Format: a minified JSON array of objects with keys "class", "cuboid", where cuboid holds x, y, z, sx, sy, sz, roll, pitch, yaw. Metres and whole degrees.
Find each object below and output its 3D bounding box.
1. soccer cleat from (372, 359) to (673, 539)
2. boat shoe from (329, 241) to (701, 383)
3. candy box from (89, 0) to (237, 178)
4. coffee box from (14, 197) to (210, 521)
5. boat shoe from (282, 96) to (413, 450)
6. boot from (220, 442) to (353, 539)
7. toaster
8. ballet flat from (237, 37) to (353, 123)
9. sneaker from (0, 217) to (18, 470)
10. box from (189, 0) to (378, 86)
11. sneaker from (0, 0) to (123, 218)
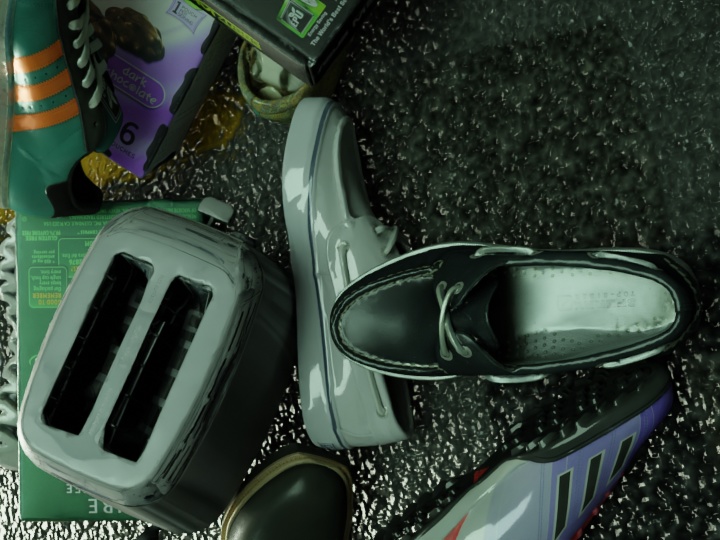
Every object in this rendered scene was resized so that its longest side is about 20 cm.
[{"class":"soccer cleat","cuboid":[0.093,0.124,0.750,0.200,0.068,0.073,-40,96,15]},{"class":"boat shoe","cuboid":[0.072,0.019,0.727,0.198,0.060,0.076,-10,91,17]},{"class":"candy box","cuboid":[-0.149,-0.188,0.860,0.167,0.072,0.201,32,113,2]},{"class":"coffee box","cuboid":[-0.154,0.056,0.896,0.122,0.044,0.202,-2,92,1]},{"class":"boat shoe","cuboid":[0.000,0.000,0.813,0.065,0.073,0.202,-4,94,20]},{"class":"boot","cuboid":[-0.055,0.212,0.806,0.077,0.139,0.201,17,119,-12]},{"class":"toaster","cuboid":[-0.112,0.060,0.787,0.113,0.129,0.201,22,79,14]},{"class":"ballet flat","cuboid":[-0.021,-0.178,0.813,0.070,0.070,0.202,30,108,30]},{"class":"sneaker","cuboid":[-0.196,0.038,0.949,0.080,0.075,0.202,8,99,20]},{"class":"box","cuboid":[-0.045,-0.234,0.762,0.193,0.048,0.201,36,86,5]},{"class":"sneaker","cuboid":[-0.171,-0.116,0.811,0.079,0.072,0.201,11,129,-7]}]
